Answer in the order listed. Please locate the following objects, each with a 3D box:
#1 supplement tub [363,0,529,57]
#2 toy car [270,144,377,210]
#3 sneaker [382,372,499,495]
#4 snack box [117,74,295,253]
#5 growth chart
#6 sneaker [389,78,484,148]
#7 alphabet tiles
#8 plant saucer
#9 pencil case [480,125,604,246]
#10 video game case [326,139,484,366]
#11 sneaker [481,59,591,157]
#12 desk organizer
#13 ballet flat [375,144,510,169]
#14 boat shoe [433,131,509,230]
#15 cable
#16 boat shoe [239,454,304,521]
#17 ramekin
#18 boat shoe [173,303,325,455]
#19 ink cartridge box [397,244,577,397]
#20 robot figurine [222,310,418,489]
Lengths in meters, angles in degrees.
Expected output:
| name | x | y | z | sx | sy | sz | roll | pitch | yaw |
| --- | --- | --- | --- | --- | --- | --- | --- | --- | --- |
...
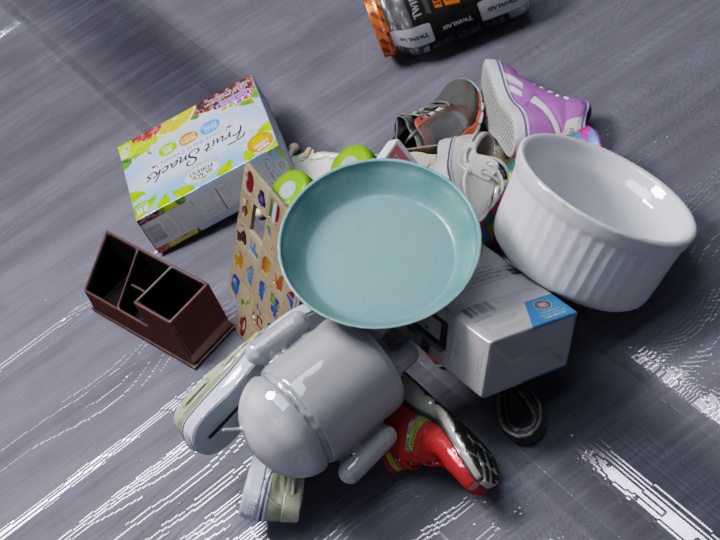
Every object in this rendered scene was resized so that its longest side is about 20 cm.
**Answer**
| name | x | y | z | sx | sy | sz | roll | pitch | yaw |
| --- | --- | --- | --- | --- | --- | --- | --- | --- | --- |
| supplement tub | 0.106 | -0.353 | 2.002 | 0.199 | 0.123 | 0.123 | -22 | 43 | 4 |
| toy car | 0.000 | 0.000 | 1.679 | 0.157 | 0.164 | 0.201 | -20 | 55 | 26 |
| sneaker | 0.064 | 0.175 | 1.554 | 0.085 | 0.077 | 0.200 | -49 | 39 | 0 |
| snack box | -0.193 | -0.135 | 1.955 | 0.199 | 0.068 | 0.169 | -28 | 41 | 5 |
| growth chart | -0.034 | -0.095 | 1.890 | 0.199 | 0.018 | 0.145 | 9 | 53 | 31 |
| sneaker | 0.083 | -0.168 | 1.846 | 0.077 | 0.082 | 0.201 | -17 | 37 | 43 |
| alphabet tiles | -0.102 | 0.009 | 1.702 | 0.007 | 0.201 | 0.167 | -8 | 35 | -28 |
| plant saucer | 0.019 | -0.020 | 1.527 | 0.198 | 0.036 | 0.201 | -2 | 56 | 3 |
| pencil case | 0.190 | -0.089 | 1.734 | 0.199 | 0.089 | 0.089 | -21 | 43 | 4 |
| video game case | 0.060 | -0.018 | 1.643 | 0.017 | 0.200 | 0.143 | -9 | 39 | 51 |
| sneaker | 0.209 | -0.190 | 1.848 | 0.113 | 0.073 | 0.201 | -5 | 35 | -10 |
| desk organizer | -0.245 | 0.030 | 1.819 | 0.199 | 0.077 | 0.072 | 25 | 61 | 40 |
| ballet flat | 0.092 | -0.114 | 1.766 | 0.199 | 0.062 | 0.068 | -11 | 77 | -23 |
| boat shoe | 0.121 | -0.095 | 1.641 | 0.069 | 0.071 | 0.200 | -19 | 21 | 13 |
| cable | 0.147 | 0.086 | 1.601 | 0.096 | 0.051 | 0.201 | -3 | 45 | 13 |
| boat shoe | -0.075 | 0.177 | 1.607 | 0.062 | 0.072 | 0.201 | 16 | 50 | -2 |
| ramekin | 0.233 | -0.046 | 1.596 | 0.199 | 0.098 | 0.201 | 19 | 28 | -11 |
| boat shoe | -0.110 | 0.098 | 1.574 | 0.200 | 0.072 | 0.062 | -42 | 41 | -13 |
| ink cartridge box | 0.105 | 0.035 | 1.567 | 0.115 | 0.068 | 0.200 | -16 | 38 | -33 |
| robot figurine | -0.037 | 0.123 | 1.519 | 0.200 | 0.113 | 0.170 | -37 | 85 | -19 |
